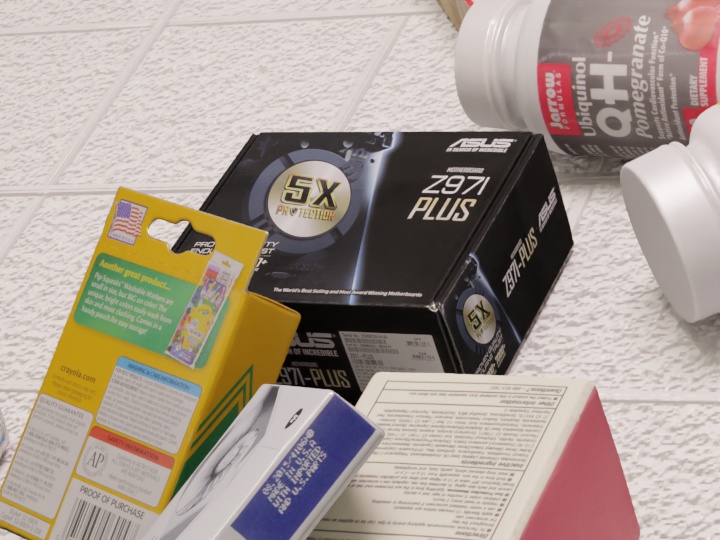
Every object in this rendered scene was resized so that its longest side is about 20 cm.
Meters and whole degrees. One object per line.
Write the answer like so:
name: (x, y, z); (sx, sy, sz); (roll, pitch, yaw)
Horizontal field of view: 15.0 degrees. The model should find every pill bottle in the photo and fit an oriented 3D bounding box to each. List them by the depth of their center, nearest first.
pill bottle: (0.252, -0.055, 1.512); (0.199, 0.115, 0.114); (-24, 34, -5)
pill bottle: (0.162, -0.123, 1.656); (0.199, 0.111, 0.111); (4, 41, 32)

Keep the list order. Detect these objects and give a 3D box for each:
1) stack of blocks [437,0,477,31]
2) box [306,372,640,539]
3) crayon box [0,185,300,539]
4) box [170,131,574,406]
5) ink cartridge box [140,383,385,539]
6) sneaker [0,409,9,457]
stack of blocks: (0.114, -0.199, 1.833); (0.115, 0.059, 0.200); (-23, 34, -5)
box: (0.039, 0.154, 1.333); (0.127, 0.109, 0.200); (1, 40, 29)
crayon box: (-0.112, 0.066, 1.494); (0.125, 0.051, 0.201); (18, 85, 42)
box: (0.000, 0.000, 1.589); (0.199, 0.086, 0.164); (2, 39, 29)
ink cartridge box: (-0.085, 0.142, 1.344); (0.200, 0.041, 0.200); (-52, 9, -12)
sneaker: (-0.307, 0.106, 1.612); (0.199, 0.073, 0.072); (-18, 35, 5)
